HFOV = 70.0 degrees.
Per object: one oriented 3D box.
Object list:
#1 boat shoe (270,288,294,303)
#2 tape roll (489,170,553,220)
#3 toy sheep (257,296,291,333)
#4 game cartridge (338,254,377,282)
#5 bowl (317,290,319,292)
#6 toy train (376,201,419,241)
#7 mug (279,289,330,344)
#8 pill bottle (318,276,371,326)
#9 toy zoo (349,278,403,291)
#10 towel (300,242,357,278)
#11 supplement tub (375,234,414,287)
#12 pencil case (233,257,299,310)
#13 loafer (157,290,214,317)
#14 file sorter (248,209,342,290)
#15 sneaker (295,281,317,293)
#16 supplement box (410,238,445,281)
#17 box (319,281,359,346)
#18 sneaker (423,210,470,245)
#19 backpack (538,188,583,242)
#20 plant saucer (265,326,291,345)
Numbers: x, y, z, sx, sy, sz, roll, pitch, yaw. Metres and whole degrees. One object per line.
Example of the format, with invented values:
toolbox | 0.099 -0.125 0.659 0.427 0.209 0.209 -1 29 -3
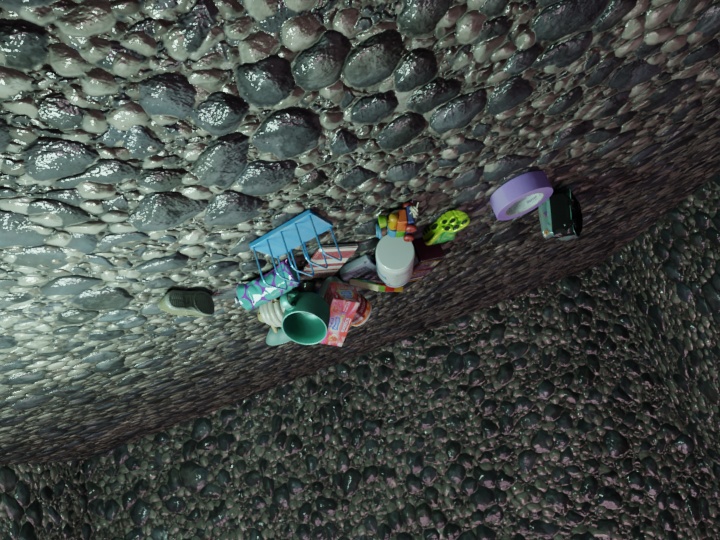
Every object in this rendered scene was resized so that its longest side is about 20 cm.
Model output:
boat shoe | -0.288 0.070 1.654 0.198 0.073 0.075 -32 159 30
tape roll | 0.530 -0.245 1.700 0.196 0.067 0.201 -19 163 -6
toy sheep | -0.269 0.131 1.756 0.196 0.141 0.137 -21 163 18
game cartridge | 0.000 0.000 1.847 0.131 0.042 0.200 -29 161 12
bowl | -0.120 0.107 2.009 0.196 0.040 0.201 -19 162 -6
toy train | 0.101 -0.150 1.476 0.113 0.087 0.201 -6 161 -2
mug | -0.171 0.131 1.639 0.148 0.116 0.188 4 132 4
pill bottle | -0.056 0.111 1.877 0.113 0.116 0.199 -28 135 23
toy zoo | 0.067 0.055 1.872 0.129 0.021 0.198 13 -175 37
towel | -0.108 -0.031 1.657 0.142 0.023 0.200 -6 155 -35
supplement tub | 0.116 -0.031 1.732 0.129 0.134 0.201 -20 161 -2
pencil case | -0.285 0.045 1.565 0.197 0.094 0.085 -25 -166 9
loafer | -0.508 0.097 1.505 0.068 0.077 0.199 -15 161 24
file sorter | -0.168 -0.047 1.374 0.197 0.125 0.138 -26 161 17
sneaker | -0.220 0.116 1.837 0.075 0.092 0.199 -7 158 -42
supplement box | 0.210 -0.037 1.896 0.108 0.087 0.200 -11 160 -27
box | -0.085 0.151 1.761 0.098 0.096 0.203 11 122 -19
sneaker | 0.292 -0.145 1.712 0.082 0.076 0.199 -3 164 -38
backpack | 0.749 -0.198 1.917 0.151 0.180 0.198 -12 171 36
plant saucer | -0.258 0.195 1.848 0.197 0.039 0.202 -22 -161 8
